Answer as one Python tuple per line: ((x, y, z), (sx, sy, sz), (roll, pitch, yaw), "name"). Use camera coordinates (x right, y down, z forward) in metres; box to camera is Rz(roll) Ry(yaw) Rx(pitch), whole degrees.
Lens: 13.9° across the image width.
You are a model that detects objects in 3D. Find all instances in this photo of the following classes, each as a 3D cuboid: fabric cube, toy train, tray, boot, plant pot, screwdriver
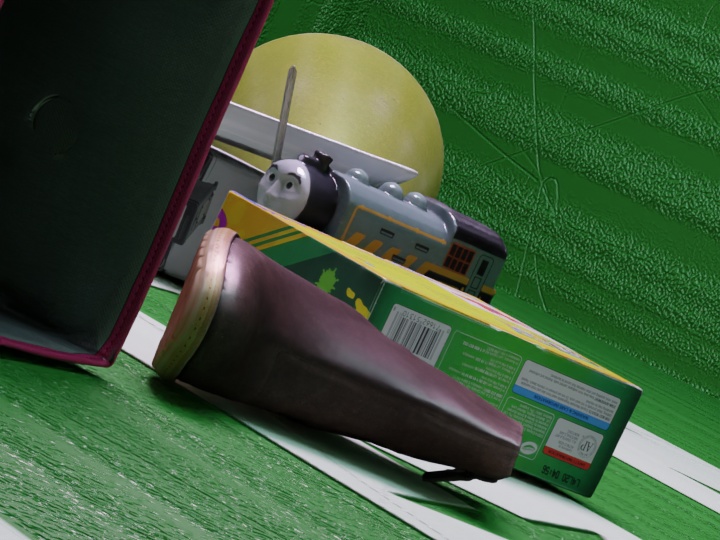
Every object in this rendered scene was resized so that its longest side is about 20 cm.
((-0.181, -0.096, 1.168), (0.199, 0.197, 0.200), (26, 4, 23), "fabric cube")
((0.000, 0.000, 1.763), (0.200, 0.114, 0.085), (22, 3, -43), "toy train")
((-0.066, -0.085, 1.812), (0.199, 0.022, 0.107), (20, 0, -6), "tray")
((-0.003, 0.045, 1.328), (0.166, 0.073, 0.200), (23, -1, 4), "boot")
((-0.034, -0.051, 2.071), (0.187, 0.188, 0.200), (24, 18, -7), "plant pot")
((-0.054, -0.044, 1.750), (0.028, 0.029, 0.200), (11, -40, -3), "screwdriver")

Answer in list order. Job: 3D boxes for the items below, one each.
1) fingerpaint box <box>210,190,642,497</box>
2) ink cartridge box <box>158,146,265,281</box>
((0.026, 0.042, 1.631), (0.200, 0.074, 0.167), (23, 4, -38), "fingerpaint box")
((-0.150, -0.058, 1.854), (0.200, 0.084, 0.145), (23, 4, -29), "ink cartridge box")
